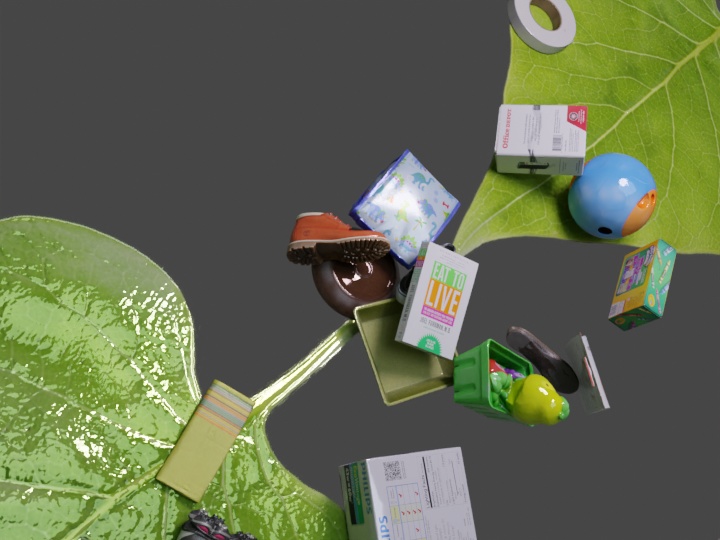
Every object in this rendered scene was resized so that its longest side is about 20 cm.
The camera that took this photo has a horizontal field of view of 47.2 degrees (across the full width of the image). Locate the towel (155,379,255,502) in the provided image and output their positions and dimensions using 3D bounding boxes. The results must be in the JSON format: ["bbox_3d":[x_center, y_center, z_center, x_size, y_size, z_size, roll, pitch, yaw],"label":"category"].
[{"bbox_3d":[-0.263,0.290,1.413,0.086,0.018,0.200,32,60,-7],"label":"towel"}]

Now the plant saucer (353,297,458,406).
[{"bbox_3d":[0.089,0.153,1.631,0.200,0.048,0.200,-12,77,-31],"label":"plant saucer"}]

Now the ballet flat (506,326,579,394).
[{"bbox_3d":[0.393,0.189,1.777,0.200,0.067,0.046,40,25,-5],"label":"ballet flat"}]

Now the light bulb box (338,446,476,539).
[{"bbox_3d":[0.084,0.429,1.474,0.200,0.125,0.198,0,71,-27],"label":"light bulb box"}]

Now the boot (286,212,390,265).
[{"bbox_3d":[-0.040,-0.072,1.599,0.200,0.075,0.107,0,53,7],"label":"boot"}]

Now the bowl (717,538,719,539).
[{"bbox_3d":[0.798,0.664,1.777,0.201,0.094,0.201,11,66,-24],"label":"bowl"}]

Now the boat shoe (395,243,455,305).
[{"bbox_3d":[0.131,0.001,1.662,0.072,0.071,0.200,25,38,17],"label":"boat shoe"}]

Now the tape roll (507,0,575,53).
[{"bbox_3d":[0.477,-0.664,2.164,0.203,0.037,0.203,10,66,-25],"label":"tape roll"}]

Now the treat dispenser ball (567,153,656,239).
[{"bbox_3d":[0.589,-0.174,1.932,0.201,0.201,0.201,10,66,-24],"label":"treat dispenser ball"}]

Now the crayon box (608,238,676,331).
[{"bbox_3d":[0.663,0.034,1.939,0.058,0.119,0.200,33,59,-13],"label":"crayon box"}]

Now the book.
[{"bbox_3d":[0.146,0.059,1.603,0.134,0.048,0.200,23,77,-35],"label":"book"}]

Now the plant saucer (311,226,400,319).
[{"bbox_3d":[0.000,0.000,1.653,0.200,0.037,0.201,10,67,-24],"label":"plant saucer"}]

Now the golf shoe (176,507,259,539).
[{"bbox_3d":[-0.208,0.469,1.349,0.200,0.077,0.088,32,79,-11],"label":"golf shoe"}]

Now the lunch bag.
[{"bbox_3d":[0.083,-0.117,1.688,0.170,0.127,0.200,43,48,-7],"label":"lunch bag"}]

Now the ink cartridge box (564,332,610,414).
[{"bbox_3d":[0.487,0.214,1.734,0.050,0.200,0.162,-14,76,-1],"label":"ink cartridge box"}]

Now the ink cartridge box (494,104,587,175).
[{"bbox_3d":[0.417,-0.303,1.906,0.200,0.084,0.144,4,64,12],"label":"ink cartridge box"}]

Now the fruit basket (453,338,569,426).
[{"bbox_3d":[0.304,0.228,1.597,0.215,0.216,0.156,13,65,-23],"label":"fruit basket"}]
